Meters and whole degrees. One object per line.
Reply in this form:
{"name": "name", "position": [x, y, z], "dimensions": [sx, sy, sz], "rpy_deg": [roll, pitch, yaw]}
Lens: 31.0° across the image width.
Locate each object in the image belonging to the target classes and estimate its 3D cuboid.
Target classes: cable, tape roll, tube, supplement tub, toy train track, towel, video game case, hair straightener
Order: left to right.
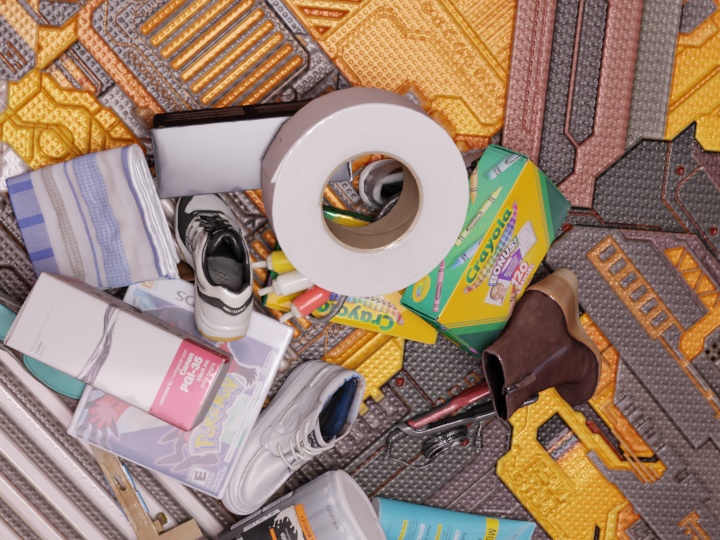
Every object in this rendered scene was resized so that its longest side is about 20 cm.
{"name": "towel", "position": [-0.285, -0.047, 1.369], "dimensions": [0.200, 0.024, 0.147], "rpy_deg": [-9, 102, 33]}
{"name": "toy train track", "position": [-0.253, 0.277, 1.493], "dimensions": [0.115, 0.033, 0.200], "rpy_deg": [-26, 97, 5]}
{"name": "video game case", "position": [-0.191, 0.118, 1.388], "dimensions": [0.182, 0.023, 0.200], "rpy_deg": [23, 90, 0]}
{"name": "supplement tub", "position": [-0.079, 0.315, 1.434], "dimensions": [0.200, 0.123, 0.123], "rpy_deg": [-31, 103, 8]}
{"name": "cable", "position": [-0.010, -0.007, 1.370], "dimensions": [0.200, 0.050, 0.097], "rpy_deg": [-25, 100, 11]}
{"name": "tape roll", "position": [0.003, -0.078, 1.295], "dimensions": [0.202, 0.071, 0.203], "rpy_deg": [-5, 113, -12]}
{"name": "tube", "position": [0.105, 0.314, 1.541], "dimensions": [0.200, 0.050, 0.078], "rpy_deg": [14, 112, -15]}
{"name": "hair straightener", "position": [0.119, 0.185, 1.517], "dimensions": [0.200, 0.041, 0.077], "rpy_deg": [-27, 103, -2]}

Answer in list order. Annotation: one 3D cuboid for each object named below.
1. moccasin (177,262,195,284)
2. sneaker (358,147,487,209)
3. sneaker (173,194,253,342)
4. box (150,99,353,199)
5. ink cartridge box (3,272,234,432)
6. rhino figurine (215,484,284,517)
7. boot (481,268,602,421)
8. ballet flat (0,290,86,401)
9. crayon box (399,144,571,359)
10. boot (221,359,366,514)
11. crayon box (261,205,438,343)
{"name": "moccasin", "position": [-0.236, 0.084, 1.431], "dimensions": [0.074, 0.078, 0.201], "rpy_deg": [42, 93, -15]}
{"name": "sneaker", "position": [0.102, -0.088, 1.423], "dimensions": [0.199, 0.116, 0.075], "rpy_deg": [-7, 102, -6]}
{"name": "sneaker", "position": [-0.146, -0.025, 1.369], "dimensions": [0.075, 0.200, 0.088], "rpy_deg": [-4, 142, -21]}
{"name": "box", "position": [-0.117, -0.131, 1.373], "dimensions": [0.199, 0.141, 0.079], "rpy_deg": [-6, 101, -6]}
{"name": "ink cartridge box", "position": [-0.237, 0.080, 1.304], "dimensions": [0.200, 0.147, 0.083], "rpy_deg": [26, 87, -1]}
{"name": "rhino figurine", "position": [-0.133, 0.228, 1.482], "dimensions": [0.087, 0.060, 0.200], "rpy_deg": [-30, 107, -11]}
{"name": "boot", "position": [0.195, 0.112, 1.442], "dimensions": [0.166, 0.072, 0.200], "rpy_deg": [-45, 135, -34]}
{"name": "ballet flat", "position": [-0.362, 0.069, 1.417], "dimensions": [0.200, 0.064, 0.067], "rpy_deg": [35, 92, -8]}
{"name": "crayon box", "position": [0.137, -0.019, 1.399], "dimensions": [0.119, 0.058, 0.200], "rpy_deg": [37, 81, -50]}
{"name": "boot", "position": [-0.072, 0.184, 1.427], "dimensions": [0.074, 0.095, 0.200], "rpy_deg": [42, 69, -28]}
{"name": "crayon box", "position": [0.000, 0.000, 1.448], "dimensions": [0.199, 0.058, 0.119], "rpy_deg": [13, 99, -10]}
